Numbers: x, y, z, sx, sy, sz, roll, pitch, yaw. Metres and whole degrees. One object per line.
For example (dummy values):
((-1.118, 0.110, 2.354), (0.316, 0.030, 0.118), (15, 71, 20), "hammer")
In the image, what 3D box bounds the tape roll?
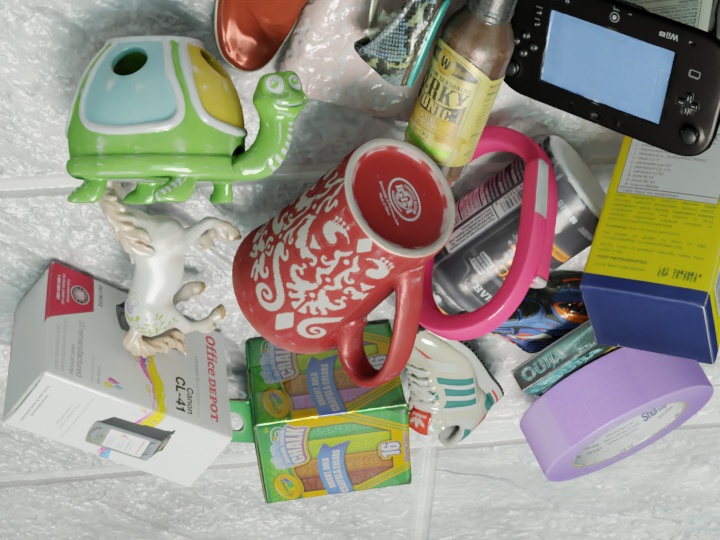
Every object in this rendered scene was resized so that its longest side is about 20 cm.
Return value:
((0.271, 0.148, 1.353), (0.199, 0.066, 0.200), (-22, 157, -10), "tape roll")

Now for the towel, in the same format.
((0.048, -0.211, 1.070), (0.190, 0.032, 0.201), (13, 127, -21), "towel")

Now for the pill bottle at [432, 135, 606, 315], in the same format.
((0.131, -0.029, 1.198), (0.199, 0.107, 0.106), (-36, 128, 21), "pill bottle")

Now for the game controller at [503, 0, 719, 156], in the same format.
((0.199, -0.166, 1.019), (0.199, 0.042, 0.105), (26, 139, 27), "game controller")

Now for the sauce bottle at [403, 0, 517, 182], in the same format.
((0.088, -0.168, 1.053), (0.064, 0.065, 0.201), (6, 128, -16), "sauce bottle")

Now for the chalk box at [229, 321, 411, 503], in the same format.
((-0.055, 0.148, 1.307), (0.198, 0.124, 0.125), (-9, 132, -3), "chalk box")

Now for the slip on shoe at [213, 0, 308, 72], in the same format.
((-0.063, -0.236, 1.007), (0.074, 0.061, 0.201), (15, 128, -24), "slip on shoe")

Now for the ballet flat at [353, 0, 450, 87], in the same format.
((0.052, -0.236, 0.990), (0.074, 0.074, 0.201), (16, 121, -23), "ballet flat")

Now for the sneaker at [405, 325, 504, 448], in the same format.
((0.079, 0.121, 1.304), (0.094, 0.070, 0.200), (-55, 144, -10), "sneaker")

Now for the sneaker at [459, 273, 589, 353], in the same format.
((0.161, 0.050, 1.298), (0.198, 0.076, 0.079), (5, 134, -13), "sneaker")

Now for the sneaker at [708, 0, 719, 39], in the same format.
((0.340, -0.214, 1.055), (0.079, 0.130, 0.200), (12, 128, -22), "sneaker")

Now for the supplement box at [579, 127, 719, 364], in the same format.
((0.278, -0.036, 1.128), (0.108, 0.201, 0.110), (10, 154, 25), "supplement box")

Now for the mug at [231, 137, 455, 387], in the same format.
((0.003, -0.009, 1.114), (0.177, 0.134, 0.200), (41, 143, -7), "mug")

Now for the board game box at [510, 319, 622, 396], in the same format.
((0.262, 0.068, 1.296), (0.199, 0.028, 0.135), (-35, 155, 18), "board game box")

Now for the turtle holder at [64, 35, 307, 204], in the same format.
((-0.151, -0.120, 1.026), (0.184, 0.133, 0.140), (1, -178, 39), "turtle holder")

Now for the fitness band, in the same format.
((0.104, -0.035, 1.128), (0.143, 0.202, 0.037), (-7, 154, 40), "fitness band")

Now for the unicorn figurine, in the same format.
((-0.180, -0.012, 1.156), (0.137, 0.074, 0.202), (-6, 100, -43), "unicorn figurine")

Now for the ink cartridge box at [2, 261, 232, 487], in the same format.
((-0.229, 0.100, 1.216), (0.199, 0.148, 0.086), (24, 125, -29), "ink cartridge box")

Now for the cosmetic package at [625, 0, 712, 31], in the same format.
((0.233, -0.249, 1.043), (0.103, 0.073, 0.201), (-6, 132, -5), "cosmetic package")
